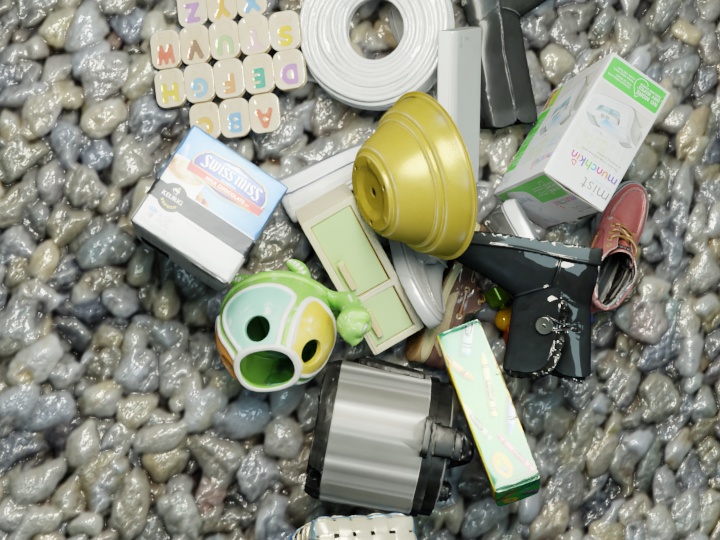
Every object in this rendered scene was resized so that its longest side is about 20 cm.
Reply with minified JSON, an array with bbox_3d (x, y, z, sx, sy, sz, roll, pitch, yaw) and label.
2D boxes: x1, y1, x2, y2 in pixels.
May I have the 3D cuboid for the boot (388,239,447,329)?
[{"bbox_3d":[0.092,-0.032,1.236,0.095,0.074,0.201,-26,63,16],"label":"boot"}]

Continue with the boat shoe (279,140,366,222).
[{"bbox_3d":[-0.010,-0.124,1.266,0.199,0.074,0.066,-23,100,-2],"label":"boat shoe"}]

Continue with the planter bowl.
[{"bbox_3d":[0.046,-0.099,1.129,0.083,0.200,0.202,-18,90,-24],"label":"planter bowl"}]

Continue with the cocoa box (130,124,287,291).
[{"bbox_3d":[-0.182,-0.068,1.165,0.133,0.200,0.132,34,81,-7],"label":"cocoa box"}]

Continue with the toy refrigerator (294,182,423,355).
[{"bbox_3d":[0.000,0.000,1.226,0.076,0.070,0.201,-29,113,-1],"label":"toy refrigerator"}]

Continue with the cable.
[{"bbox_3d":[0.019,-0.306,1.241,0.199,0.069,0.201,28,97,9],"label":"cable"}]

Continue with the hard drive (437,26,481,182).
[{"bbox_3d":[0.125,-0.201,1.232,0.026,0.132,0.202,6,107,20],"label":"hard drive"}]

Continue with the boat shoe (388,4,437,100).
[{"bbox_3d":[0.096,-0.275,1.296,0.073,0.065,0.201,-30,93,-11],"label":"boat shoe"}]

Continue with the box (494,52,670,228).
[{"bbox_3d":[0.279,-0.157,1.258,0.096,0.200,0.177,33,83,-7],"label":"box"}]

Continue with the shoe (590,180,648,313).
[{"bbox_3d":[0.350,-0.033,1.319,0.071,0.091,0.201,28,82,-8],"label":"shoe"}]

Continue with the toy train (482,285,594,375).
[{"bbox_3d":[0.196,0.071,1.297,0.199,0.085,0.116,-26,79,-7],"label":"toy train"}]

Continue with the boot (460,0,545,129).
[{"bbox_3d":[0.216,-0.296,1.318,0.164,0.066,0.202,-11,91,-19],"label":"boot"}]

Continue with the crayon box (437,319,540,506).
[{"bbox_3d":[0.155,0.174,1.184,0.058,0.119,0.201,-20,68,2],"label":"crayon box"}]

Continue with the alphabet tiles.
[{"bbox_3d":[-0.168,-0.266,1.236,0.198,0.015,0.197,-6,89,10],"label":"alphabet tiles"}]

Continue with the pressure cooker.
[{"bbox_3d":[0.039,0.209,1.198,0.198,0.176,0.180,10,117,1],"label":"pressure cooker"}]

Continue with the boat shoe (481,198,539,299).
[{"bbox_3d":[0.213,0.004,1.256,0.066,0.070,0.201,-30,70,16],"label":"boat shoe"}]

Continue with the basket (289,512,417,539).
[{"bbox_3d":[-0.013,0.371,1.183,0.175,0.200,0.140,-1,63,-11],"label":"basket"}]

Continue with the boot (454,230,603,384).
[{"bbox_3d":[0.186,0.043,1.174,0.198,0.076,0.170,9,91,10],"label":"boot"}]

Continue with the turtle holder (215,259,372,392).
[{"bbox_3d":[-0.085,0.081,1.178,0.184,0.132,0.142,11,123,-3],"label":"turtle holder"}]

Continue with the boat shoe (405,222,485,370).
[{"bbox_3d":[0.127,0.035,1.288,0.072,0.072,0.201,22,87,-16],"label":"boat shoe"}]
